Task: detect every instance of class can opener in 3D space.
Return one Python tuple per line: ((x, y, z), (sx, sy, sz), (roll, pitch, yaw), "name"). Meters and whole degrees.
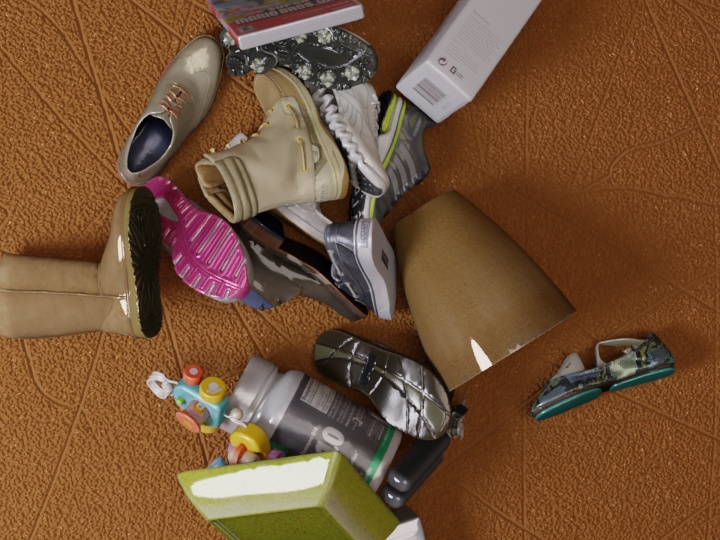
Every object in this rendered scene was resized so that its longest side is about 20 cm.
((0.074, 0.207, 1.534), (0.066, 0.200, 0.053), (26, 124, 13), "can opener")

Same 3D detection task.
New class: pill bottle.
((-0.061, 0.188, 1.520), (0.199, 0.113, 0.114), (29, 86, -1), "pill bottle")

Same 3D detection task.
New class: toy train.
((-0.171, 0.201, 1.476), (0.201, 0.150, 0.056), (55, 46, -16), "toy train")

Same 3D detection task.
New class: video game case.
((-0.089, -0.299, 1.473), (0.142, 0.200, 0.018), (-17, 117, -10), "video game case")

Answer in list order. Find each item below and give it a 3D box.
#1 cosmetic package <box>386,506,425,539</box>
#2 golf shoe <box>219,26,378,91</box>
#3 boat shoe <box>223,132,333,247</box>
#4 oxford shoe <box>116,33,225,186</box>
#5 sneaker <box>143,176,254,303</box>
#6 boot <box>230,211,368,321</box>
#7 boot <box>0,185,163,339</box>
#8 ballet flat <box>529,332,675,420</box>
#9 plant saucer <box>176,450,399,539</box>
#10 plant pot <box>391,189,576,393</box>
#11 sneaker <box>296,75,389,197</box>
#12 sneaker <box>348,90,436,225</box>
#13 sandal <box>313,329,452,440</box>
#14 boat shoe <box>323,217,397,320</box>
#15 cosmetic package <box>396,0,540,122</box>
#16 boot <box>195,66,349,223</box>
((0.042, 0.400, 1.568), (0.100, 0.071, 0.202), (-14, 93, -10), "cosmetic package")
((-0.062, -0.261, 1.490), (0.198, 0.088, 0.078), (13, 122, 23), "golf shoe")
((-0.078, -0.091, 1.539), (0.199, 0.071, 0.070), (36, 85, -8), "boat shoe")
((-0.215, -0.186, 1.509), (0.070, 0.074, 0.201), (28, 86, -10), "oxford shoe")
((-0.177, -0.028, 1.476), (0.081, 0.088, 0.200), (-46, 54, 1), "sneaker")
((-0.089, 0.016, 1.552), (0.200, 0.075, 0.097), (40, 105, -13), "boot")
((-0.321, -0.006, 1.447), (0.198, 0.066, 0.177), (2, 94, 23), "boot")
((0.294, 0.128, 1.623), (0.198, 0.074, 0.075), (-16, 94, -12), "ballet flat")
((-0.079, 0.277, 1.454), (0.198, 0.200, 0.048), (-10, 54, 19), "plant saucer")
((0.125, 0.014, 1.539), (0.185, 0.186, 0.201), (-31, 83, -9), "plant pot")
((-0.007, -0.176, 1.514), (0.080, 0.075, 0.201), (-22, 65, -11), "sneaker")
((0.040, -0.110, 1.563), (0.080, 0.074, 0.202), (15, 90, -14), "sneaker")
((0.031, 0.131, 1.539), (0.199, 0.054, 0.082), (24, 97, 30), "sandal")
((0.000, 0.000, 1.510), (0.067, 0.200, 0.072), (1, 67, 13), "boat shoe")
((0.137, -0.282, 1.534), (0.071, 0.101, 0.201), (38, 72, -10), "cosmetic package")
((-0.120, -0.145, 1.479), (0.154, 0.073, 0.201), (-17, 60, -23), "boot")
